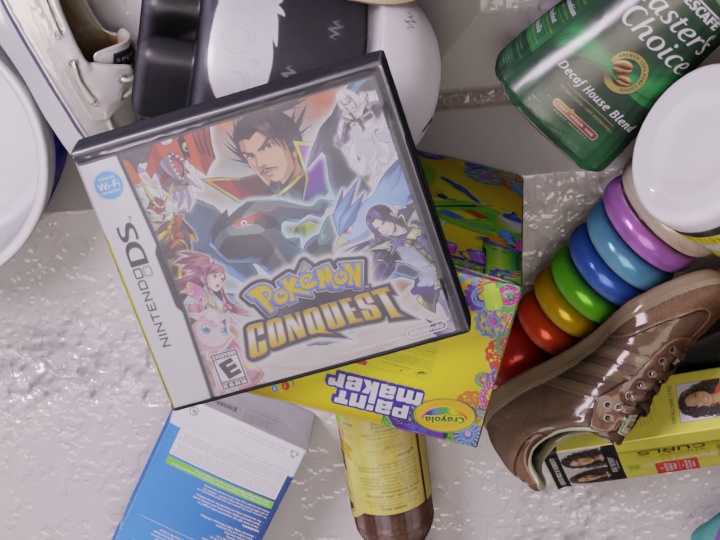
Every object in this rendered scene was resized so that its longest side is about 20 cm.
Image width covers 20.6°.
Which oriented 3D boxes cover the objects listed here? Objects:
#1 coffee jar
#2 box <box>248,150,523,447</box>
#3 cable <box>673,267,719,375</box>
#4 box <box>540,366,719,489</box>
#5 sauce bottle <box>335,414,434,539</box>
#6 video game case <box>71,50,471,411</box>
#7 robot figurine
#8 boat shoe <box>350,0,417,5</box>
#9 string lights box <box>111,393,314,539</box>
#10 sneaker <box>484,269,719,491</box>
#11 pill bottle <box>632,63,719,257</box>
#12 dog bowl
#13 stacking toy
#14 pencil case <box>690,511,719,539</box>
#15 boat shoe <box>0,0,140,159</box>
[{"bbox_3d":[0.189,-0.166,1.291,0.104,0.085,0.200,40,111,-14],"label":"coffee jar"},{"bbox_3d":[0.000,0.000,1.324,0.198,0.193,0.123,14,115,-1],"label":"box"},{"bbox_3d":[0.227,0.057,1.426,0.199,0.051,0.097,-25,128,28],"label":"cable"},{"bbox_3d":[0.229,0.109,1.411,0.198,0.051,0.075,-10,151,11],"label":"box"},{"bbox_3d":[0.021,0.159,1.465,0.064,0.065,0.202,-5,113,7],"label":"sauce bottle"},{"bbox_3d":[-0.053,-0.020,1.201,0.198,0.026,0.182,-15,111,12],"label":"video game case"},{"bbox_3d":[-0.047,-0.130,1.284,0.198,0.125,0.152,6,98,-8],"label":"robot figurine"},{"bbox_3d":[0.045,-0.213,1.256,0.198,0.072,0.065,-1,131,-13],"label":"boat shoe"},{"bbox_3d":[-0.121,0.181,1.491,0.102,0.059,0.201,24,114,-6],"label":"string lights box"},{"bbox_3d":[0.179,0.078,1.357,0.199,0.070,0.076,-34,67,17],"label":"sneaker"},{"bbox_3d":[0.278,-0.047,1.292,0.199,0.112,0.111,26,118,-38],"label":"pill bottle"},{"bbox_3d":[-0.305,-0.093,1.372,0.198,0.079,0.202,2,115,4],"label":"dog bowl"},{"bbox_3d":[0.158,0.012,1.386,0.085,0.086,0.200,37,120,-12],"label":"stacking toy"},{"bbox_3d":[0.341,0.176,1.434,0.200,0.085,0.093,-38,90,20],"label":"pencil case"},{"bbox_3d":[-0.181,-0.135,1.338,0.069,0.071,0.201,-22,118,16],"label":"boat shoe"}]
